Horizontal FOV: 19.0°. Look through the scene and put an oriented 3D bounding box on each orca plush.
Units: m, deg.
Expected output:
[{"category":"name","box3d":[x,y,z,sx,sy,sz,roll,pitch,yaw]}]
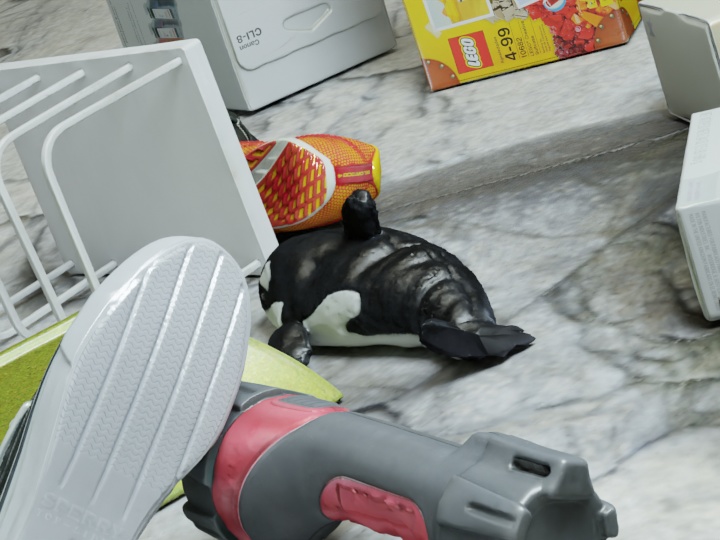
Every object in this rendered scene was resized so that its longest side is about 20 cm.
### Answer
[{"category":"orca plush","box3d":[0.000,0.000,1.035,0.105,0.071,0.200,-22,17,-11]}]

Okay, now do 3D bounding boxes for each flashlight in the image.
[{"category":"flashlight","box3d":[0.008,0.087,0.777,0.068,0.068,0.200,-48,32,-19]}]

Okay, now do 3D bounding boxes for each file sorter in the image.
[{"category":"file sorter","box3d":[-0.170,-0.037,1.227,0.200,0.139,0.124,0,27,47]}]

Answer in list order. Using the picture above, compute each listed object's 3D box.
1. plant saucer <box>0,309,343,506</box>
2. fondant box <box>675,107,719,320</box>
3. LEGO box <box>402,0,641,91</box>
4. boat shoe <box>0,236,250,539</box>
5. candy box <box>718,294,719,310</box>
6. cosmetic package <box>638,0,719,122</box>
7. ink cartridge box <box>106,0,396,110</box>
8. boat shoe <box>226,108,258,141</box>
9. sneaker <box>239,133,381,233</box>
[{"category":"plant saucer","box3d":[-0.143,0.072,1.008,0.199,0.048,0.200,-29,19,-29]},{"category":"fondant box","box3d":[0.245,-0.049,0.949,0.200,0.058,0.144,-13,18,16]},{"category":"LEGO box","box3d":[0.094,-0.243,1.472,0.149,0.200,0.077,-13,17,21]},{"category":"boat shoe","box3d":[-0.111,0.074,0.804,0.071,0.072,0.200,-3,55,54]},{"category":"candy box","box3d":[0.244,0.013,0.749,0.136,0.061,0.200,-29,20,-31]},{"category":"cosmetic package","box3d":[0.270,-0.147,1.201,0.200,0.071,0.105,-22,18,-8]},{"category":"ink cartridge box","box3d":[-0.095,-0.220,1.701,0.145,0.145,0.200,-27,19,-26]},{"category":"boat shoe","box3d":[-0.112,-0.088,1.458,0.069,0.057,0.200,-24,17,-15]},{"category":"sneaker","box3d":[-0.070,-0.045,1.296,0.200,0.073,0.077,3,5,42]}]
